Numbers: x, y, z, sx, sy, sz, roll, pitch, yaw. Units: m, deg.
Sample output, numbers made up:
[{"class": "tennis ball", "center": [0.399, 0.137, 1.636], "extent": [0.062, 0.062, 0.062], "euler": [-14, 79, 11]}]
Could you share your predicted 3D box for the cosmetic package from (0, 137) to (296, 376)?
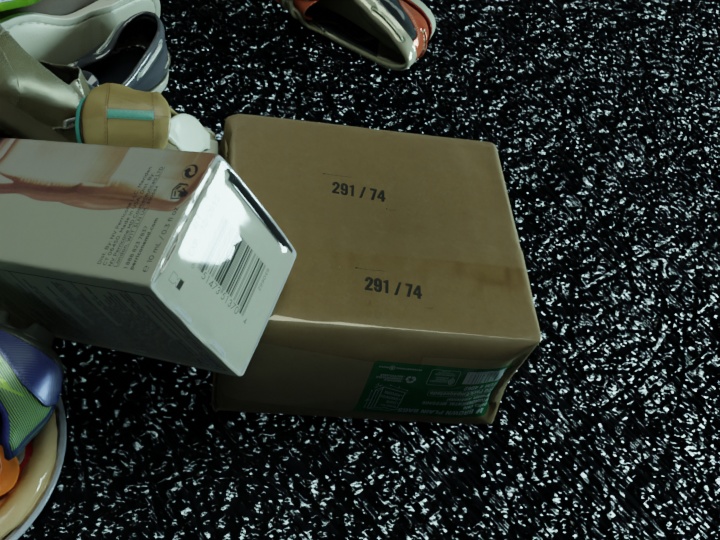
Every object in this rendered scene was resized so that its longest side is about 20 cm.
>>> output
[{"class": "cosmetic package", "center": [-0.152, -0.012, 0.635], "extent": [0.199, 0.103, 0.088], "euler": [8, 62, 31]}]

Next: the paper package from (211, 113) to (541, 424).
[{"class": "paper package", "center": [0.000, 0.000, 0.739], "extent": [0.199, 0.104, 0.191], "euler": [5, 51, -14]}]

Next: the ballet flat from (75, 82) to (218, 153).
[{"class": "ballet flat", "center": [-0.126, -0.077, 0.724], "extent": [0.063, 0.200, 0.069], "euler": [-2, 88, 6]}]

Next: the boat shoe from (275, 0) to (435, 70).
[{"class": "boat shoe", "center": [-0.030, -0.241, 0.966], "extent": [0.199, 0.071, 0.063], "euler": [29, 51, 3]}]

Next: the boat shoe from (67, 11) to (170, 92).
[{"class": "boat shoe", "center": [-0.218, -0.134, 0.815], "extent": [0.073, 0.063, 0.200], "euler": [36, 51, 11]}]

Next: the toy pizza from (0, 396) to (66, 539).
[{"class": "toy pizza", "center": [-0.271, 0.092, 0.625], "extent": [0.199, 0.032, 0.201], "euler": [9, 48, -10]}]

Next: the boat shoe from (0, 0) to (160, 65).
[{"class": "boat shoe", "center": [-0.249, -0.189, 0.851], "extent": [0.059, 0.072, 0.200], "euler": [35, 45, 22]}]

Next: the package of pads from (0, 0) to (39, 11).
[{"class": "package of pads", "center": [-0.353, -0.211, 0.766], "extent": [0.199, 0.069, 0.154], "euler": [8, 23, 27]}]

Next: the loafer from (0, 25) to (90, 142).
[{"class": "loafer", "center": [-0.200, -0.100, 0.714], "extent": [0.076, 0.200, 0.068], "euler": [14, 80, 21]}]

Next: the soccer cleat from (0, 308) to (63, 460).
[{"class": "soccer cleat", "center": [-0.266, 0.047, 0.602], "extent": [0.199, 0.065, 0.084], "euler": [18, 55, -2]}]
